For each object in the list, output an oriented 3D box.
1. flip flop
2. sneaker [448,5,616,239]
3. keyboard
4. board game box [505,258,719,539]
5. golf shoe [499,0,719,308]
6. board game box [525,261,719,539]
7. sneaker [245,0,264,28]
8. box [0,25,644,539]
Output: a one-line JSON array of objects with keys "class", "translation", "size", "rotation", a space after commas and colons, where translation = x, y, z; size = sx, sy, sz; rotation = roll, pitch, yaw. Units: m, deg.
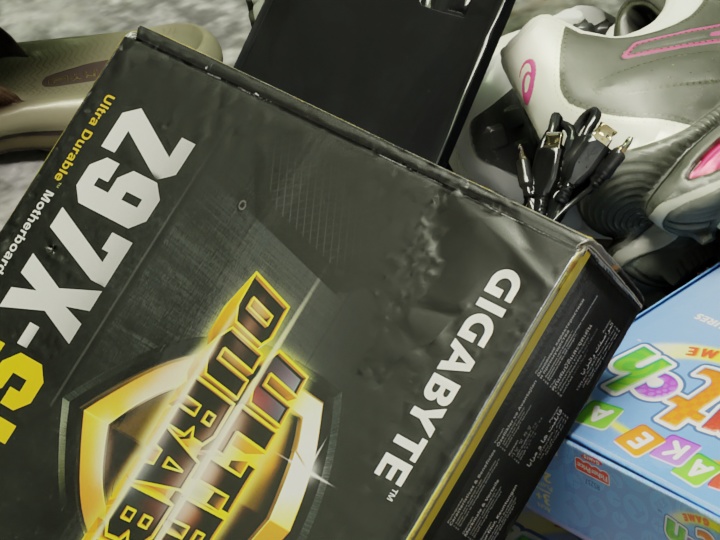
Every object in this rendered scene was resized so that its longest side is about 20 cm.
[{"class": "flip flop", "translation": [-0.151, -0.072, 1.064], "size": [0.200, 0.058, 0.081], "rotation": [-10, 33, -3]}, {"class": "sneaker", "translation": [0.066, -0.046, 0.935], "size": [0.081, 0.075, 0.200], "rotation": [-10, 3, 27]}, {"class": "keyboard", "translation": [0.000, 0.000, 0.794], "size": [0.127, 0.021, 0.200], "rotation": [16, 76, 29]}, {"class": "board game box", "translation": [0.103, 0.074, 0.792], "size": [0.151, 0.037, 0.200], "rotation": [17, 41, 33]}, {"class": "golf shoe", "translation": [0.127, -0.062, 0.866], "size": [0.200, 0.077, 0.088], "rotation": [-23, 68, -47]}, {"class": "board game box", "translation": [0.159, 0.030, 0.766], "size": [0.200, 0.037, 0.151], "rotation": [-30, 39, -32]}, {"class": "sneaker", "translation": [0.010, -0.063, 0.998], "size": [0.089, 0.079, 0.200], "rotation": [-11, 33, 0]}, {"class": "box", "translation": [-0.045, 0.053, 0.751], "size": [0.160, 0.049, 0.200], "rotation": [27, 81, 33]}]
